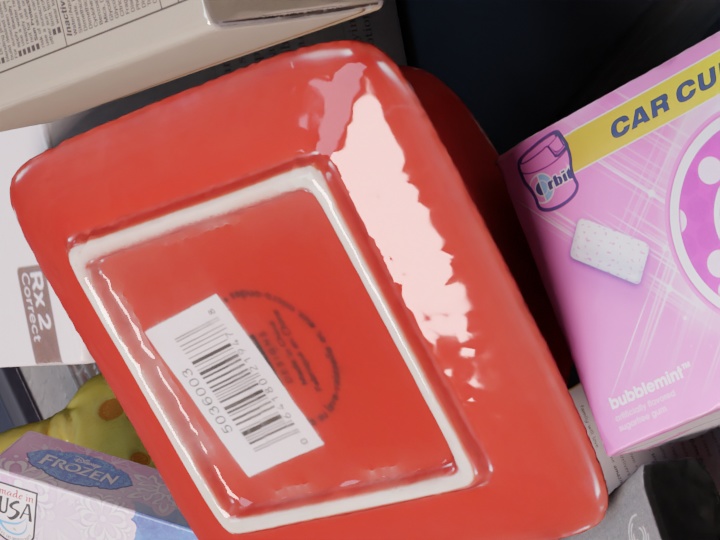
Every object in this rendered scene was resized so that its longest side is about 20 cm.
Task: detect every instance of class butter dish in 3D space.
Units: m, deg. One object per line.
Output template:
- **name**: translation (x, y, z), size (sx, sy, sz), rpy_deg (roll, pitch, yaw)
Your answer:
- **butter dish**: translation (0.000, 0.000, 0.785), size (0.199, 0.148, 0.201), rpy_deg (-17, 109, 38)

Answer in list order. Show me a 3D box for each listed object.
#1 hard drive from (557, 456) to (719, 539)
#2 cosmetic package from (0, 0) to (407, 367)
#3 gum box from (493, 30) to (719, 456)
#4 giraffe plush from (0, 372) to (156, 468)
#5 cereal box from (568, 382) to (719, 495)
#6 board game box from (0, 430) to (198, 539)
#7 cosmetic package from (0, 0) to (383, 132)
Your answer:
- **hard drive**: translation (0.096, 0.172, 0.766), size (0.200, 0.033, 0.140), rpy_deg (125, 135, -56)
- **cosmetic package**: translation (-0.098, -0.054, 0.921), size (0.164, 0.199, 0.166), rpy_deg (-7, 94, 52)
- **gum box**: translation (0.155, -0.028, 0.682), size (0.199, 0.066, 0.114), rpy_deg (-28, 75, 35)
- **giraffe plush**: translation (-0.102, 0.136, 1.012), size (0.201, 0.172, 0.162), rpy_deg (-54, 45, 5)
- **cereal box**: translation (0.132, 0.101, 0.802), size (0.200, 0.039, 0.145), rpy_deg (-36, 72, 48)
- **board game box**: translation (-0.076, 0.192, 0.915), size (0.199, 0.043, 0.200), rpy_deg (14, 114, 18)
- **cosmetic package**: translation (-0.090, -0.110, 0.677), size (0.199, 0.073, 0.104), rpy_deg (-9, 93, 51)
